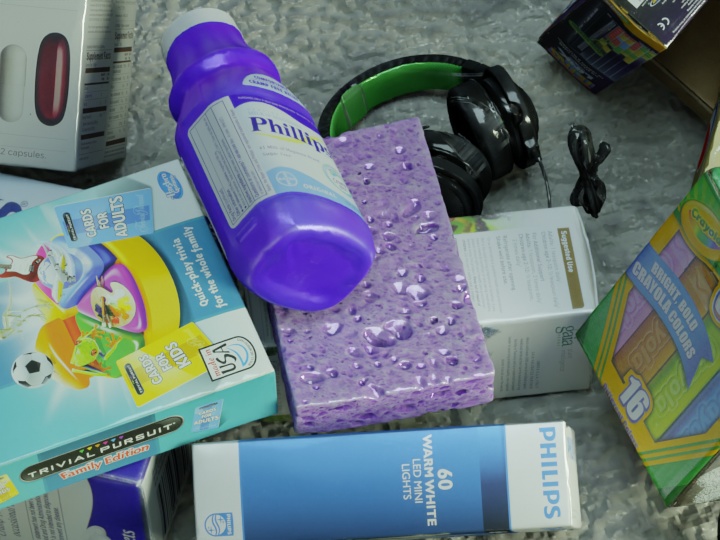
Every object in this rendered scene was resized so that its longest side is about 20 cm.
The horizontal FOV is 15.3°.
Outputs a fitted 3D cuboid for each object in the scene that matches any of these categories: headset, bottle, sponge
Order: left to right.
[{"bbox_3d":[-0.059,-0.067,1.488,0.083,0.065,0.200,21,31,-40],"label":"bottle"},{"bbox_3d":[0.000,0.000,1.498,0.111,0.030,0.200,-9,49,-6],"label":"sponge"},{"bbox_3d":[0.062,-0.080,1.613,0.200,0.094,0.124,25,56,32],"label":"headset"}]

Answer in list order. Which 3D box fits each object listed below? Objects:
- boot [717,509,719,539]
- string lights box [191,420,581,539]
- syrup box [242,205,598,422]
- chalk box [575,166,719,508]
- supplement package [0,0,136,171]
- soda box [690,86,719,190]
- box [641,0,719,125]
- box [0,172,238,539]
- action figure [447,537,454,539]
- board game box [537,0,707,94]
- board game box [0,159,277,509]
[{"bbox_3d":[0.308,0.179,1.459,0.174,0.069,0.200,-24,62,-21],"label":"boot"},{"bbox_3d":[0.016,0.116,1.453,0.200,0.103,0.059,-4,83,7],"label":"string lights box"},{"bbox_3d":[0.034,0.025,1.552,0.200,0.079,0.082,-7,54,-3],"label":"syrup box"},{"bbox_3d":[0.231,0.018,1.445,0.124,0.200,0.124,-5,55,-35],"label":"chalk box"},{"bbox_3d":[-0.247,-0.126,1.597,0.200,0.156,0.111,5,96,5],"label":"supplement package"},{"bbox_3d":[0.247,-0.100,1.597,0.068,0.064,0.200,16,80,3],"label":"soda box"},{"bbox_3d":[0.302,-0.117,1.665,0.163,0.021,0.200,-38,67,-17],"label":"box"},{"bbox_3d":[-0.188,0.053,1.522,0.200,0.105,0.184,11,56,9],"label":"box"},{"bbox_3d":[0.017,0.238,1.387,0.102,0.119,0.200,31,68,27],"label":"action figure"},{"bbox_3d":[0.206,-0.208,1.629,0.057,0.165,0.200,41,80,-2],"label":"board game box"},{"bbox_3d":[-0.164,0.039,1.439,0.200,0.047,0.151,-19,57,-12],"label":"board game box"}]
